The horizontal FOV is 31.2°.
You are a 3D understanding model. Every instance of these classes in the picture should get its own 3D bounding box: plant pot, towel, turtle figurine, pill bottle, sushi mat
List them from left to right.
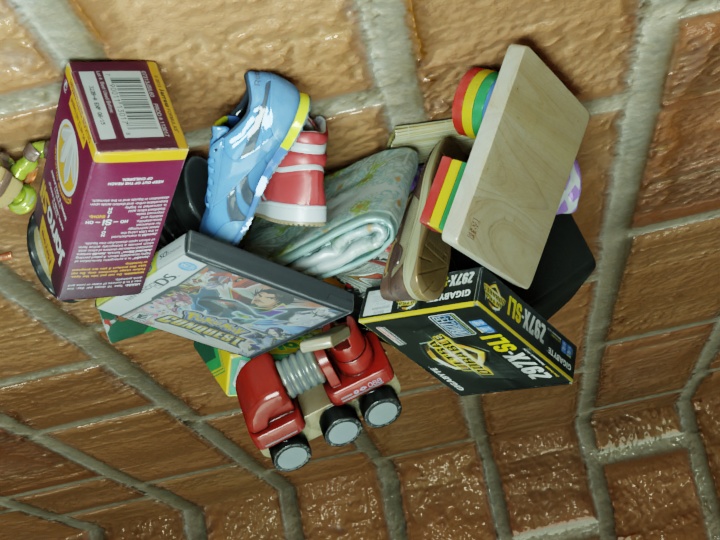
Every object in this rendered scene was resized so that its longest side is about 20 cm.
[{"bbox_3d":[-0.347,-0.093,1.222,0.199,0.065,0.161,-38,153,7],"label":"turtle figurine"},{"bbox_3d":[-0.240,-0.046,1.345,0.198,0.113,0.112,-19,161,22],"label":"pill bottle"},{"bbox_3d":[-0.037,-0.051,1.364,0.198,0.172,0.048,-22,117,23],"label":"towel"},{"bbox_3d":[0.125,-0.148,1.426,0.197,0.012,0.096,-9,162,-7],"label":"sushi mat"},{"bbox_3d":[0.173,-0.012,1.599,0.175,0.201,0.200,-23,164,-12],"label":"plant pot"}]

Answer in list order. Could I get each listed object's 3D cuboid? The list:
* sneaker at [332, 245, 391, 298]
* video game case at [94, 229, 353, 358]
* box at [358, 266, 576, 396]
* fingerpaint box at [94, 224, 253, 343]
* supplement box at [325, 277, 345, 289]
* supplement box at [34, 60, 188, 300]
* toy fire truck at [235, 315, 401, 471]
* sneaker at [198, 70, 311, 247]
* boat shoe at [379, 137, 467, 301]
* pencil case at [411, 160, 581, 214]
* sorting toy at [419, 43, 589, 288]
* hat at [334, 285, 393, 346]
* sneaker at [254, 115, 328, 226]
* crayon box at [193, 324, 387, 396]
[{"bbox_3d":[0.000,0.000,1.452,0.197,0.083,0.078,1,-162,-15],"label":"sneaker"},{"bbox_3d":[-0.138,0.030,1.297,0.198,0.026,0.180,22,148,-34],"label":"video game case"},{"bbox_3d":[0.121,0.071,1.414,0.158,0.050,0.199,-12,144,38],"label":"box"},{"bbox_3d":[-0.179,0.008,1.474,0.165,0.074,0.200,-17,-174,25],"label":"fingerpaint box"},{"bbox_3d":[0.027,0.014,1.747,0.198,0.075,0.126,2,158,-37],"label":"supplement box"},{"bbox_3d":[-0.230,-0.079,1.169,0.085,0.111,0.201,-5,143,-28],"label":"supplement box"},{"bbox_3d":[-0.057,0.114,1.405,0.174,0.129,0.201,-25,134,0],"label":"toy fire truck"},{"bbox_3d":[-0.124,-0.099,1.235,0.078,0.066,0.202,20,112,-25],"label":"sneaker"},{"bbox_3d":[0.063,-0.053,1.367,0.071,0.202,0.072,-12,141,38],"label":"boat shoe"},{"bbox_3d":[0.157,-0.096,1.485,0.197,0.086,0.085,-9,135,-14],"label":"pencil case"},{"bbox_3d":[0.141,-0.106,1.311,0.069,0.201,0.199,18,176,31],"label":"sorting toy"},{"bbox_3d":[0.039,0.034,1.559,0.198,0.082,0.201,20,-172,-3],"label":"hat"},{"bbox_3d":[-0.092,-0.113,1.337,0.070,0.114,0.199,-2,-170,-33],"label":"sneaker"},{"bbox_3d":[-0.090,0.095,1.589,0.197,0.059,0.172,0,-164,-22],"label":"crayon box"}]
